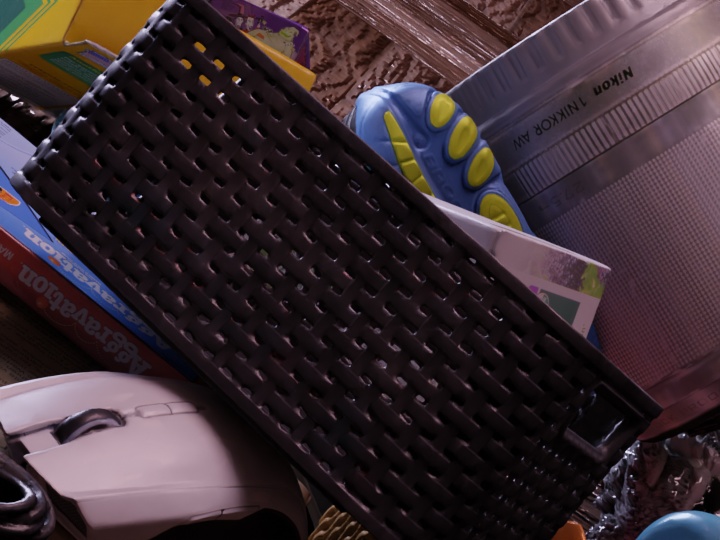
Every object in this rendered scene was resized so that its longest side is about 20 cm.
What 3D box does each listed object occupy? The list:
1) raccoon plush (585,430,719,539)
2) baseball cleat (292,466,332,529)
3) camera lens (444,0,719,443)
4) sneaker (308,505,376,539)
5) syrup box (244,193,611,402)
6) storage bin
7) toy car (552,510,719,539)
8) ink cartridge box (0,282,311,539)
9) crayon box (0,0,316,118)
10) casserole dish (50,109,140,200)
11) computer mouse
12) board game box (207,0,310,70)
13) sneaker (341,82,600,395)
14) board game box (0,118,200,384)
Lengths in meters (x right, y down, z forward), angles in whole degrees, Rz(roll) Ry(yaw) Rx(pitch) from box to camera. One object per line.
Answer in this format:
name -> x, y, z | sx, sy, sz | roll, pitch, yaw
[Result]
raccoon plush -> 0.129, 0.101, 1.444 | 0.133, 0.097, 0.199 | 4, 10, -43
baseball cleat -> 0.021, 0.089, 1.155 | 0.200, 0.106, 0.070 | -108, 171, -56
camera lens -> 0.147, -0.032, 1.328 | 0.201, 0.159, 0.160 | 59, 17, 1
sneaker -> 0.021, 0.144, 1.011 | 0.090, 0.075, 0.201 | 34, 38, -14
syrup box -> 0.000, 0.000, 1.174 | 0.199, 0.079, 0.081 | 23, 3, 42
storage bin -> -0.007, 0.009, 0.955 | 0.200, 0.094, 0.135 | 41, 2, 21
toy car -> 0.114, 0.149, 1.088 | 0.184, 0.178, 0.200 | 19, 10, -41
ink cartridge box -> -0.125, 0.070, 0.961 | 0.200, 0.075, 0.165 | 36, 17, -1
crayon box -> -0.107, -0.100, 1.384 | 0.125, 0.052, 0.200 | 29, -10, -23
casserole dish -> -0.104, -0.013, 1.321 | 0.121, 0.039, 0.200 | 31, 15, -13
computer mouse -> -0.080, 0.054, 0.886 | 0.200, 0.044, 0.110 | 15, 25, -52
board game box -> -0.084, -0.112, 1.481 | 0.120, 0.032, 0.200 | 29, -11, 4
sneaker -> 0.049, 0.004, 1.287 | 0.200, 0.071, 0.083 | 63, -17, -12
board game box -> -0.133, -0.027, 1.037 | 0.200, 0.019, 0.103 | 39, 14, -1
